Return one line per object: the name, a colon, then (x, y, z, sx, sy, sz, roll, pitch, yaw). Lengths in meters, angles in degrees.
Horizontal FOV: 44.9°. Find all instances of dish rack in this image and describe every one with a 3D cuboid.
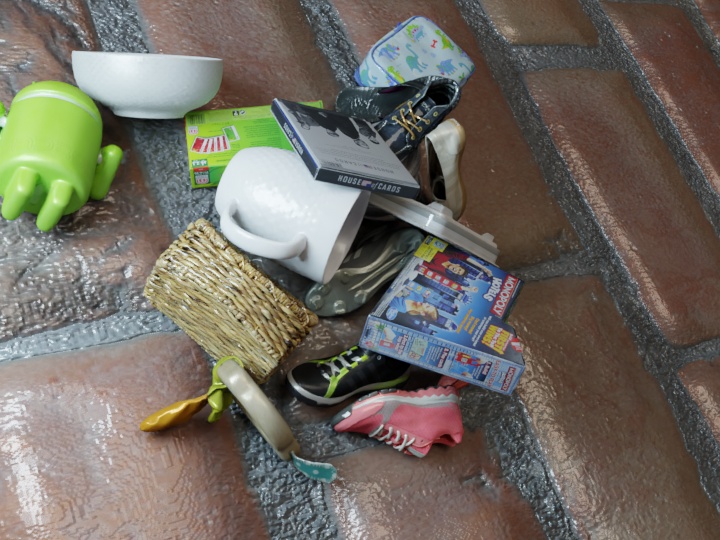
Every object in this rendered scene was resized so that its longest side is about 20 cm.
dish rack: (0.108, -0.071, 1.267, 0.171, 0.044, 0.200, 28, 3, 41)

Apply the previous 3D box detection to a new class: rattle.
rattle: (-0.135, 0.213, 1.032, 0.143, 0.130, 0.201, -43, 114, -30)

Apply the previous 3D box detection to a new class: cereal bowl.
cereal bowl: (-0.288, -0.252, 1.185, 0.199, 0.200, 0.084, -5, 105, -32)

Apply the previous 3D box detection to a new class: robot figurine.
robot figurine: (-0.386, -0.150, 1.082, 0.175, 0.116, 0.201, 18, 53, -27)

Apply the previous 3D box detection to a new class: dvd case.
dvd case: (-0.023, -0.164, 1.155, 0.150, 0.025, 0.200, 8, 32, -29)

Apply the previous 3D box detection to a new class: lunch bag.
lunch bag: (0.095, -0.346, 1.509, 0.161, 0.082, 0.200, 43, 50, 0)

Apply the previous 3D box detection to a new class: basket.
basket: (-0.145, 0.020, 1.090, 0.200, 0.143, 0.149, 42, 55, 0)

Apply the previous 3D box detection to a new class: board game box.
board game box: (-0.146, -0.181, 1.241, 0.199, 0.048, 0.102, -7, 61, -10)
board game box: (0.132, 0.067, 1.138, 0.199, 0.062, 0.200, 28, 43, 11)

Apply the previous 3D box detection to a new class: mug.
mug: (-0.103, -0.073, 1.128, 0.175, 0.148, 0.200, 25, 32, 7)

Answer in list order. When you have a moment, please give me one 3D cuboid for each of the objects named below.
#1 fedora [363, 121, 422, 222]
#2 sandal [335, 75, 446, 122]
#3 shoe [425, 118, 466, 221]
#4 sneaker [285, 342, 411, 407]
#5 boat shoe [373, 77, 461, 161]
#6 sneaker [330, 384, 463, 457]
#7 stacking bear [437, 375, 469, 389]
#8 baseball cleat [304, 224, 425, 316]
fedora: (0.034, -0.172, 1.357, 0.177, 0.090, 0.200, 40, 49, -2)
sandal: (0.059, -0.269, 1.399, 0.199, 0.048, 0.076, -7, 95, 4)
shoe: (0.124, -0.144, 1.340, 0.053, 0.201, 0.070, -32, 53, -23)
sneaker: (-0.009, 0.118, 1.143, 0.199, 0.083, 0.072, -6, 37, -39)
boat shoe: (0.071, -0.219, 1.288, 0.071, 0.091, 0.200, 45, 52, 1)
sneaker: (0.058, 0.203, 1.145, 0.199, 0.074, 0.087, -2, 65, -30)
stacking bear: (0.123, 0.057, 1.258, 0.113, 0.122, 0.200, -16, 62, -34)
baseball cleat: (0.000, 0.000, 1.250, 0.199, 0.106, 0.070, -28, 111, -15)
